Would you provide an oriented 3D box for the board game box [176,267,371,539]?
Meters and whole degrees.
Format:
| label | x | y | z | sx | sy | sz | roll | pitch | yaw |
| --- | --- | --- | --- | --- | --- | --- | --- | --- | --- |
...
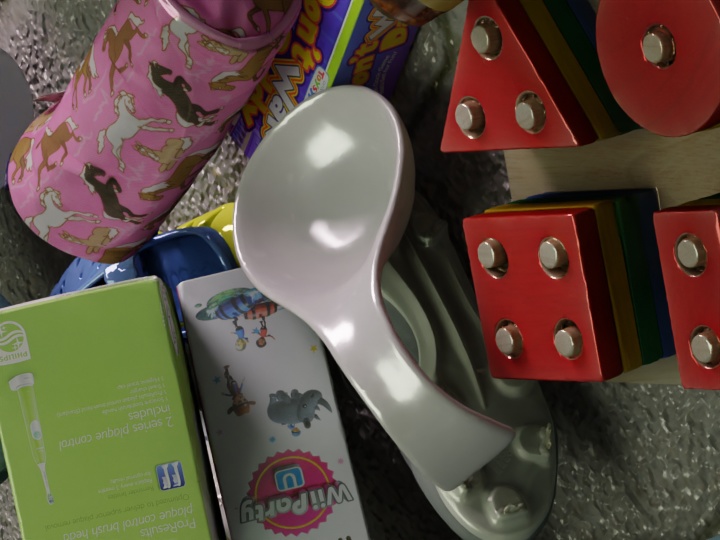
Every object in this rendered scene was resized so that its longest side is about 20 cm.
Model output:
| label | x | y | z | sx | sy | sz | roll | pitch | yaw |
| --- | --- | --- | --- | --- | --- | --- | --- | --- | --- |
| board game box | -0.031 | 0.117 | 1.152 | 0.148 | 0.064 | 0.201 | 85 | 171 | -64 |

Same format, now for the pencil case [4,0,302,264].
| label | x | y | z | sx | sy | sz | roll | pitch | yaw |
| --- | --- | --- | --- | --- | --- | --- | --- | --- | --- |
| pencil case | -0.098 | -0.086 | 1.158 | 0.086 | 0.083 | 0.200 | 37 | 139 | -4 |

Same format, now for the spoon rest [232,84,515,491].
| label | x | y | z | sx | sy | sz | roll | pitch | yaw |
| --- | --- | --- | --- | --- | --- | --- | --- | --- | --- |
| spoon rest | 0.000 | 0.000 | 1.065 | 0.099 | 0.061 | 0.200 | -42 | 51 | 18 |

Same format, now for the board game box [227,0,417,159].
| label | x | y | z | sx | sy | sz | roll | pitch | yaw |
| --- | --- | --- | --- | --- | --- | --- | --- | --- | --- |
| board game box | -0.027 | -0.151 | 1.145 | 0.135 | 0.045 | 0.201 | 49 | 137 | 28 |

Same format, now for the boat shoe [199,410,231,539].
| label | x | y | z | sx | sy | sz | roll | pitch | yaw |
| --- | --- | --- | --- | --- | --- | --- | --- | --- | --- |
| boat shoe | -0.109 | 0.113 | 1.315 | 0.199 | 0.070 | 0.071 | 12 | 144 | 46 |

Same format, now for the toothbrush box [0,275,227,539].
| label | x | y | z | sx | sy | sz | roll | pitch | yaw |
| --- | --- | --- | --- | --- | --- | --- | --- | --- | --- |
| toothbrush box | -0.107 | 0.110 | 1.133 | 0.146 | 0.086 | 0.201 | 116 | 142 | -86 |

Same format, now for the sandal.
| label | x | y | z | sx | sy | sz | roll | pitch | yaw |
| --- | --- | --- | --- | --- | --- | --- | --- | --- | --- |
| sandal | -0.123 | 0.016 | 1.300 | 0.200 | 0.087 | 0.080 | -27 | 84 | 55 |

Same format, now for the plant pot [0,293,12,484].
| label | x | y | z | sx | sy | sz | roll | pitch | yaw |
| --- | --- | --- | --- | --- | --- | --- | --- | --- | --- |
| plant pot | -0.262 | 0.052 | 1.300 | 0.196 | 0.200 | 0.200 | 42 | 140 | -5 |

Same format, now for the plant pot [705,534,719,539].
| label | x | y | z | sx | sy | sz | roll | pitch | yaw |
| --- | --- | --- | --- | --- | --- | --- | --- | --- | --- |
| plant pot | 0.187 | 0.166 | 0.925 | 0.200 | 0.141 | 0.142 | 11 | 112 | 58 |

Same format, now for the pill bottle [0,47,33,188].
| label | x | y | z | sx | sy | sz | roll | pitch | yaw |
| --- | --- | --- | --- | --- | --- | --- | --- | --- | --- |
| pill bottle | -0.280 | -0.101 | 1.430 | 0.200 | 0.116 | 0.117 | 17 | 117 | 47 |

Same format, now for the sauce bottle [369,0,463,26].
| label | x | y | z | sx | sy | sz | roll | pitch | yaw |
| --- | --- | --- | --- | --- | --- | --- | --- | --- | --- |
| sauce bottle | 0.076 | -0.172 | 0.942 | 0.200 | 0.066 | 0.066 | -38 | 72 | 26 |

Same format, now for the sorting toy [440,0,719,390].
| label | x | y | z | sx | sy | sz | roll | pitch | yaw |
| --- | --- | --- | --- | --- | --- | --- | --- | --- | --- |
| sorting toy | 0.110 | -0.046 | 0.990 | 0.200 | 0.069 | 0.200 | 0 | 103 | 52 |

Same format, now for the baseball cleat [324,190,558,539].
| label | x | y | z | sx | sy | sz | roll | pitch | yaw |
| --- | --- | --- | --- | --- | --- | --- | --- | --- | --- |
| baseball cleat | 0.033 | 0.054 | 1.126 | 0.107 | 0.069 | 0.201 | 108 | 150 | -51 |
